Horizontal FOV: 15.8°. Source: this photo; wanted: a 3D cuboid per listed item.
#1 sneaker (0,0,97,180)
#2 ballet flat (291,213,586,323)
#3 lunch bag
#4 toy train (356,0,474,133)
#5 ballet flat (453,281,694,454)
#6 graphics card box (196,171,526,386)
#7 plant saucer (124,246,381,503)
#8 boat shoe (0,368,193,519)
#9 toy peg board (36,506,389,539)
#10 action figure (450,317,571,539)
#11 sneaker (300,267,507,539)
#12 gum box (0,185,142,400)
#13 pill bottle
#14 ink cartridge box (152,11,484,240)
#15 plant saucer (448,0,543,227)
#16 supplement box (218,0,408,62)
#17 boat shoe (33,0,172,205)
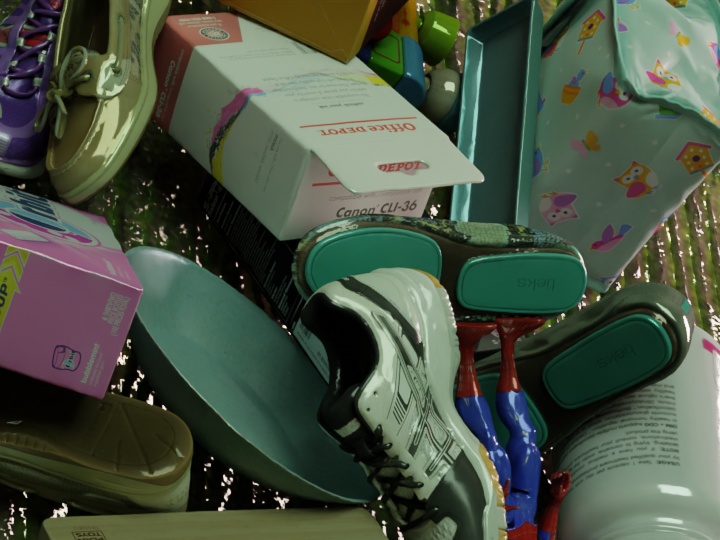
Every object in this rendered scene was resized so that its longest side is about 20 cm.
[{"bbox_3d":[-0.205,-0.135,1.607,0.081,0.083,0.200,25,41,-8],"label":"sneaker"},{"bbox_3d":[0.038,-0.002,1.546,0.200,0.074,0.074,7,45,-30],"label":"ballet flat"},{"bbox_3d":[0.161,-0.118,1.749,0.122,0.170,0.200,23,40,-21],"label":"lunch bag"},{"bbox_3d":[0.018,-0.183,1.803,0.116,0.085,0.200,24,39,-24],"label":"toy train"},{"bbox_3d":[0.111,0.067,1.534,0.067,0.200,0.064,59,25,-8],"label":"ballet flat"},{"bbox_3d":[0.000,0.000,1.606,0.125,0.051,0.200,-6,45,-40],"label":"graphics card box"},{"bbox_3d":[-0.071,0.069,1.478,0.201,0.039,0.201,41,15,-14],"label":"plant saucer"},{"bbox_3d":[-0.186,0.089,1.407,0.200,0.065,0.072,17,47,11],"label":"boat shoe"},{"bbox_3d":[-0.054,0.224,1.346,0.200,0.098,0.199,2,33,-31],"label":"toy peg board"},{"bbox_3d":[0.086,0.129,1.476,0.065,0.052,0.200,-6,94,-47],"label":"action figure"},{"bbox_3d":[0.017,0.097,1.444,0.088,0.076,0.200,-2,67,-38],"label":"sneaker"},{"bbox_3d":[-0.194,0.000,1.423,0.113,0.066,0.200,19,8,-15],"label":"gum box"},{"bbox_3d":[0.170,0.131,1.544,0.113,0.113,0.200,19,41,-14],"label":"pill bottle"},{"bbox_3d":[-0.031,-0.080,1.577,0.116,0.068,0.200,-7,38,-40],"label":"ink cartridge box"},{"bbox_3d":[0.090,-0.082,1.702,0.019,0.070,0.200,24,59,-31],"label":"plant saucer"},{"bbox_3d":[-0.002,-0.274,1.640,0.133,0.197,0.200,26,33,9],"label":"supplement box"},{"bbox_3d":[-0.161,-0.129,1.552,0.063,0.073,0.200,36,45,-33],"label":"boat shoe"}]
